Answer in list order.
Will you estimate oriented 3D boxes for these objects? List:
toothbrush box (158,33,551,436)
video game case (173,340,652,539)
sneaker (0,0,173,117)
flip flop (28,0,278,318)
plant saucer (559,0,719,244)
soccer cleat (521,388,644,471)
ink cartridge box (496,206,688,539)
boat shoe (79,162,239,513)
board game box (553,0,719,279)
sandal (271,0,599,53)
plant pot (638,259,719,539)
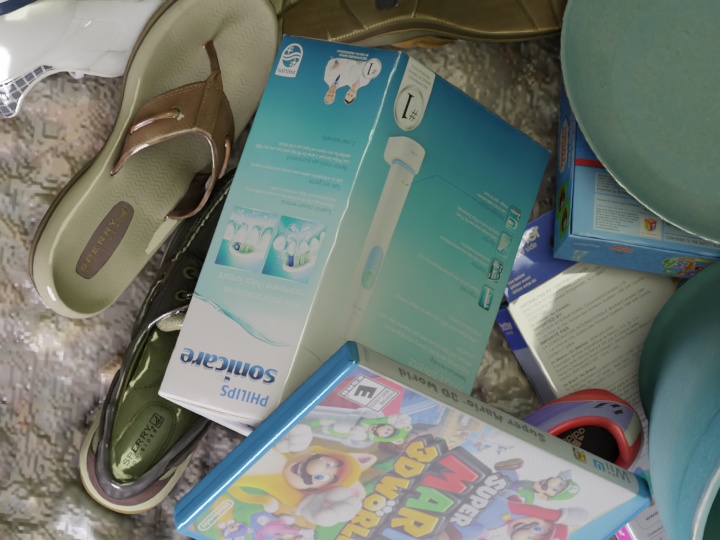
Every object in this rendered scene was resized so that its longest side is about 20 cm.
[{"bbox_3d":[0.000,0.000,1.487,0.146,0.085,0.201,28,77,-49],"label":"toothbrush box"},{"bbox_3d":[0.027,0.117,1.439,0.199,0.018,0.143,26,125,-32],"label":"video game case"},{"bbox_3d":[-0.119,-0.152,1.526,0.199,0.076,0.081,-23,113,-16],"label":"sneaker"},{"bbox_3d":[-0.101,-0.060,1.500,0.081,0.058,0.200,35,87,-34],"label":"flip flop"},{"bbox_3d":[0.196,-0.098,1.530,0.200,0.039,0.202,6,67,-13],"label":"plant saucer"},{"bbox_3d":[0.060,0.128,1.511,0.200,0.076,0.067,-33,93,4],"label":"soccer cleat"},{"bbox_3d":[0.156,0.050,1.573,0.119,0.042,0.201,-30,94,-13],"label":"ink cartridge box"},{"bbox_3d":[-0.084,0.034,1.511,0.072,0.066,0.202,28,80,-8],"label":"boat shoe"},{"bbox_3d":[0.184,-0.093,1.566,0.150,0.037,0.201,9,68,-11],"label":"board game box"},{"bbox_3d":[0.029,-0.149,1.559,0.199,0.054,0.081,-8,72,3],"label":"sandal"},{"bbox_3d":[0.231,0.084,1.453,0.199,0.188,0.201,-6,117,-12],"label":"plant pot"}]
